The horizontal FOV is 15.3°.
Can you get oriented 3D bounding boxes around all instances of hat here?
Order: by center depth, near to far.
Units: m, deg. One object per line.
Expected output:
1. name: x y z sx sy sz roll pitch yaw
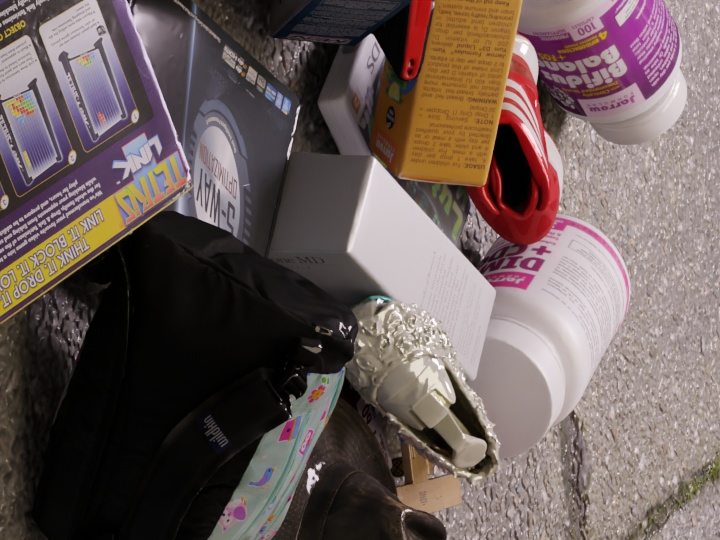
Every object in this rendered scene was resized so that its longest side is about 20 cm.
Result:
1. hat: 0.007 0.180 1.652 0.201 0.081 0.201 -19 112 -60

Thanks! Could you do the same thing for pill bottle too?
1. pill bottle: 0.117 0.047 1.911 0.200 0.113 0.114 -53 136 -59
2. pill bottle: 0.180 -0.182 2.041 0.200 0.112 0.112 50 49 -50

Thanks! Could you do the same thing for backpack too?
1. backpack: -0.094 0.086 1.497 0.126 0.167 0.200 0 118 -56

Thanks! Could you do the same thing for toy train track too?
1. toy train track: 0.025 0.117 1.860 0.115 0.032 0.201 -4 88 -61

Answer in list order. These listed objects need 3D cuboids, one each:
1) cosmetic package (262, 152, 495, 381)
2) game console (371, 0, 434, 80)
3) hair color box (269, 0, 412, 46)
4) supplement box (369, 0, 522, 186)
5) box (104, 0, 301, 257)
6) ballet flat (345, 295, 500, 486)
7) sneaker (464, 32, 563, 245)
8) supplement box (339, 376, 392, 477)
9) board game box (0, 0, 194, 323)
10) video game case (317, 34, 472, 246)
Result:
1. cosmetic package: 0.000 0.000 1.733 0.200 0.101 0.071 45 54 -52
2. game console: 0.022 -0.233 1.694 0.200 0.031 0.177 -112 -149 -65
3. hair color box: -0.009 -0.202 1.633 0.200 0.060 0.100 164 -70 -78
4. supplement box: 0.060 -0.158 1.720 0.069 0.067 0.200 2 109 -19
5. box: -0.114 -0.070 1.580 0.200 0.043 0.161 41 56 -54
6. ballet flat: 0.046 0.082 1.715 0.200 0.072 0.072 48 51 -55
7. sneaker: 0.098 -0.058 1.828 0.200 0.078 0.116 69 16 -49
8. supplement box: -0.056 0.135 1.679 0.200 0.061 0.109 -51 135 -47
9. board game box: -0.189 -0.074 1.385 0.200 0.057 0.166 -38 117 -45
10. video game case: 0.036 -0.105 1.858 0.182 0.023 0.200 -70 147 -40
